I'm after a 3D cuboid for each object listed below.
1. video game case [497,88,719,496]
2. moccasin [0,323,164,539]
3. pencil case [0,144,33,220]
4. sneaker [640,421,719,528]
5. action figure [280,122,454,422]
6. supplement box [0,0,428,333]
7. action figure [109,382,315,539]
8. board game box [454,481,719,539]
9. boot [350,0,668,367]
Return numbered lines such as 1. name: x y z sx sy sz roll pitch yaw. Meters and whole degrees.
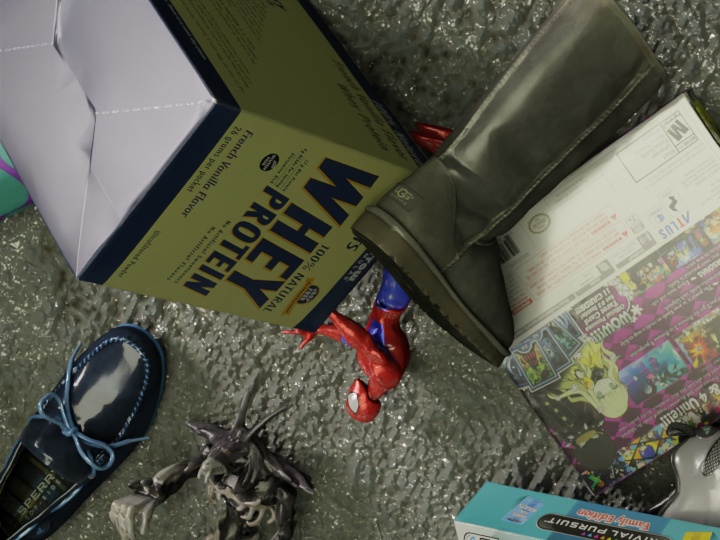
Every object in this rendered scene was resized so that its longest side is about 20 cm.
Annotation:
1. video game case: 0.176 0.016 1.100 0.200 0.036 0.181 -37 88 22
2. moccasin: -0.203 0.129 1.233 0.080 0.068 0.200 34 109 9
3. pencil case: -0.256 -0.068 1.203 0.200 0.085 0.092 -24 131 21
4. sneaker: 0.225 0.183 1.096 0.140 0.078 0.201 3 107 23
5. action figure: 0.000 0.000 1.141 0.099 0.065 0.201 13 104 7
6. supplement box: -0.096 -0.090 1.048 0.134 0.200 0.200 -49 54 21
7. action figure: -0.101 0.181 1.194 0.119 0.102 0.201 22 109 25
8. board game box: 0.165 0.220 1.083 0.200 0.047 0.151 7 124 37
9. boot: 0.103 -0.054 1.047 0.073 0.182 0.200 36 82 35
